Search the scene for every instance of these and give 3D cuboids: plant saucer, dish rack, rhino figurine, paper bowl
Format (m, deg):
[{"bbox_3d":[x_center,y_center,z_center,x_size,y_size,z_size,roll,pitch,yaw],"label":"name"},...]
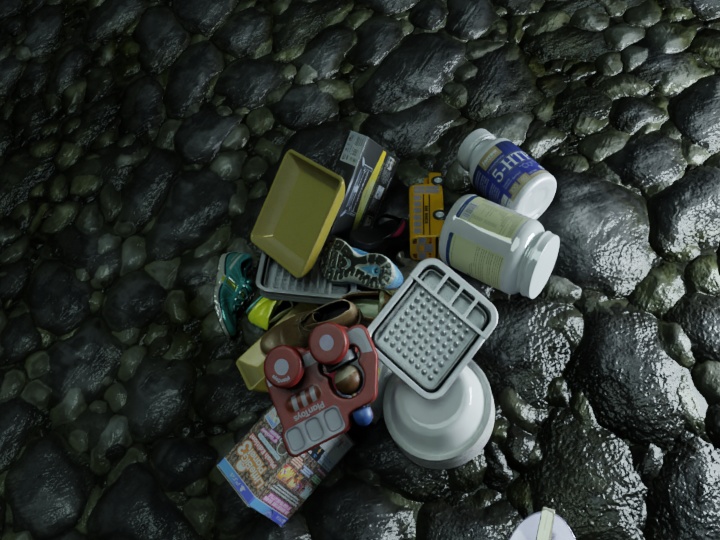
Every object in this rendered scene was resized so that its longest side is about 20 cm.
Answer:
[{"bbox_3d":[-0.143,0.151,1.329,0.199,0.049,0.199,-42,18,-8],"label":"plant saucer"},{"bbox_3d":[-0.106,0.014,1.362,0.193,0.045,0.174,6,34,-4],"label":"dish rack"},{"bbox_3d":[0.120,0.101,1.177,0.170,0.044,0.201,39,77,12],"label":"dish rack"},{"bbox_3d":[0.100,0.006,1.372,0.197,0.061,0.087,-33,44,-20],"label":"rhino figurine"},{"bbox_3d":[0.135,0.235,1.206,0.194,0.105,0.206,-8,60,13],"label":"paper bowl"},{"bbox_3d":[-0.115,-0.110,1.341,0.199,0.048,0.204,33,101,44],"label":"plant saucer"}]

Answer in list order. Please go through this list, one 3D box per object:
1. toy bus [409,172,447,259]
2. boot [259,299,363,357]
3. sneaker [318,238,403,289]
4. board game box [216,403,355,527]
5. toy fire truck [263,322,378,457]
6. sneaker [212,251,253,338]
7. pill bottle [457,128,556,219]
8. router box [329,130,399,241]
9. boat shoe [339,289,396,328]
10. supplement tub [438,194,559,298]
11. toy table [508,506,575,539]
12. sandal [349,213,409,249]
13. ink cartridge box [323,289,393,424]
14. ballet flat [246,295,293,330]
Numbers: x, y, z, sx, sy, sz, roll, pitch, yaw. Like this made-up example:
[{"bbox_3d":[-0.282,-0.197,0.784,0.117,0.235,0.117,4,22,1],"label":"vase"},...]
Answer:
[{"bbox_3d":[0.138,-0.114,1.400,0.076,0.066,0.204,-2,45,5],"label":"toy bus"},{"bbox_3d":[-0.097,0.096,1.203,0.195,0.076,0.075,-22,66,8],"label":"boot"},{"bbox_3d":[0.000,0.000,1.317,0.197,0.089,0.080,22,89,39],"label":"sneaker"},{"bbox_3d":[-0.125,0.322,1.203,0.200,0.161,0.096,-45,57,-12],"label":"board game box"},{"bbox_3d":[-0.056,0.186,1.110,0.196,0.112,0.172,-26,78,5],"label":"toy fire truck"},{"bbox_3d":[-0.270,0.045,1.465,0.077,0.078,0.205,-4,59,5],"label":"sneaker"},{"bbox_3d":[0.291,-0.197,1.397,0.119,0.121,0.201,-37,57,-7],"label":"pill bottle"},{"bbox_3d":[-0.006,-0.164,1.410,0.051,0.156,0.205,24,93,28],"label":"router box"},{"bbox_3d":[0.050,0.073,1.243,0.193,0.074,0.078,-4,59,14],"label":"boat shoe"},{"bbox_3d":[0.262,-0.045,1.302,0.197,0.146,0.147,27,71,29],"label":"supplement tub"},{"bbox_3d":[0.264,0.458,1.026,0.178,0.118,0.206,-1,61,17],"label":"toy table"},{"bbox_3d":[0.054,-0.084,1.385,0.074,0.198,0.046,32,118,28],"label":"sandal"},{"bbox_3d":[0.011,0.159,1.300,0.142,0.084,0.203,21,68,26],"label":"ink cartridge box"},{"bbox_3d":[-0.155,0.042,1.439,0.067,0.067,0.201,38,72,9],"label":"ballet flat"}]
